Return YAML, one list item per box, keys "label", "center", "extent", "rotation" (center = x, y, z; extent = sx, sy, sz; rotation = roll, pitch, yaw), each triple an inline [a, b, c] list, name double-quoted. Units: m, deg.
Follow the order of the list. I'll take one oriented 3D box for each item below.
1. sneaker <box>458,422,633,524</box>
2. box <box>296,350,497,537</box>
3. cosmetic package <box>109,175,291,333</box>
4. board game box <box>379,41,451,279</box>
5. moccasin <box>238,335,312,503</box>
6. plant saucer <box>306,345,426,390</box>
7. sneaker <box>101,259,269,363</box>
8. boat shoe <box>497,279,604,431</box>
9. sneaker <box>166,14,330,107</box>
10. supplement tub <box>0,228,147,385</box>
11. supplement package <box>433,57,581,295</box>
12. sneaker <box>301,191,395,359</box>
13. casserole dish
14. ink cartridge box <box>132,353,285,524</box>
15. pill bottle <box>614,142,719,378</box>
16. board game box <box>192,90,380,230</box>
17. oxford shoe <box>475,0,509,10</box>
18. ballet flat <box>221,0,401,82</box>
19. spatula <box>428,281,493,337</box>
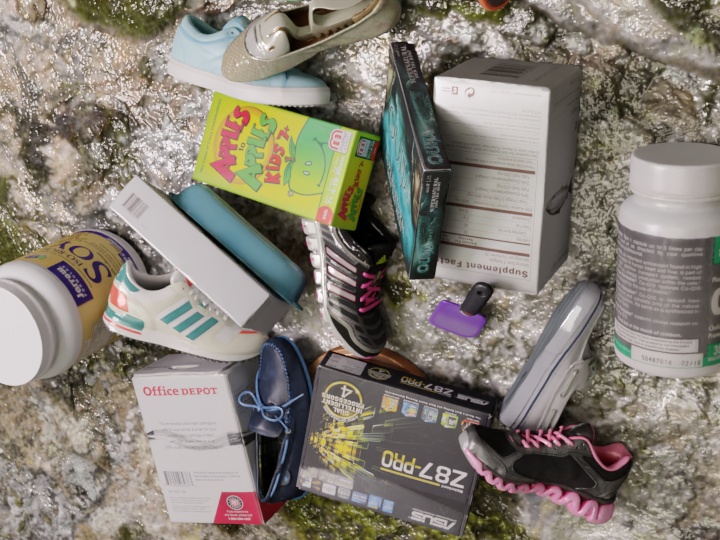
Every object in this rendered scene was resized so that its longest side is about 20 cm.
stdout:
- label: "sneaker"
  center: [0.197, 0.188, 1.208]
  extent: [0.199, 0.079, 0.096]
  rotation: [21, 114, -20]
- label: "box"
  center: [0.038, 0.192, 1.293]
  extent: [0.199, 0.049, 0.162]
  rotation: [16, 115, 9]
- label: "cosmetic package"
  center: [-0.175, -0.014, 1.310]
  extent: [0.200, 0.151, 0.052]
  rotation: [41, 88, 8]
- label: "board game box"
  center: [0.049, -0.109, 1.124]
  extent: [0.028, 0.201, 0.136]
  rotation: [-3, 134, -8]
- label: "moccasin"
  center: [-0.095, 0.179, 1.355]
  extent: [0.080, 0.068, 0.201]
  rotation: [6, 106, 51]
- label: "plant saucer"
  center: [0.008, 0.184, 1.358]
  extent: [0.199, 0.032, 0.201]
  rotation: [10, 113, 24]
- label: "sneaker"
  center: [-0.196, 0.044, 1.358]
  extent: [0.199, 0.070, 0.094]
  rotation: [14, 106, -9]
- label: "boat shoe"
  center: [0.212, 0.095, 1.205]
  extent: [0.067, 0.074, 0.200]
  rotation: [26, 130, 0]
- label: "sneaker"
  center: [-0.120, -0.228, 1.248]
  extent: [0.199, 0.074, 0.082]
  rotation: [17, 109, 19]
- label: "supplement tub"
  center: [-0.364, 0.043, 1.400]
  extent: [0.145, 0.200, 0.146]
  rotation: [9, 112, 24]
- label: "supplement package"
  center: [0.140, -0.095, 1.135]
  extent: [0.117, 0.117, 0.201]
  rotation: [9, 113, 22]
- label: "sneaker"
  center: [0.000, 0.000, 1.268]
  extent: [0.087, 0.074, 0.201]
  rotation: [-9, 99, 36]
- label: "casserole dish"
  center: [-0.130, -0.033, 1.307]
  extent: [0.200, 0.121, 0.039]
  rotation: [41, 88, 4]
- label: "ink cartridge box"
  center: [-0.181, 0.203, 1.432]
  extent: [0.145, 0.083, 0.201]
  rotation: [-4, 106, 29]
- label: "pill bottle"
  center: [0.296, -0.011, 1.087]
  extent: [0.113, 0.113, 0.201]
  rotation: [7, 112, 25]
- label: "board game box"
  center: [-0.083, -0.120, 1.245]
  extent: [0.199, 0.048, 0.102]
  rotation: [20, 98, 32]
- label: "oxford shoe"
  center: [0.100, -0.346, 1.106]
  extent: [0.072, 0.071, 0.201]
  rotation: [11, 119, 55]
- label: "ballet flat"
  center: [-0.057, -0.250, 1.179]
  extent: [0.199, 0.062, 0.068]
  rotation: [-19, 67, 8]
- label: "spatula"
  center: [0.110, 0.039, 1.186]
  extent: [0.056, 0.200, 0.021]
  rotation: [22, 77, 1]
